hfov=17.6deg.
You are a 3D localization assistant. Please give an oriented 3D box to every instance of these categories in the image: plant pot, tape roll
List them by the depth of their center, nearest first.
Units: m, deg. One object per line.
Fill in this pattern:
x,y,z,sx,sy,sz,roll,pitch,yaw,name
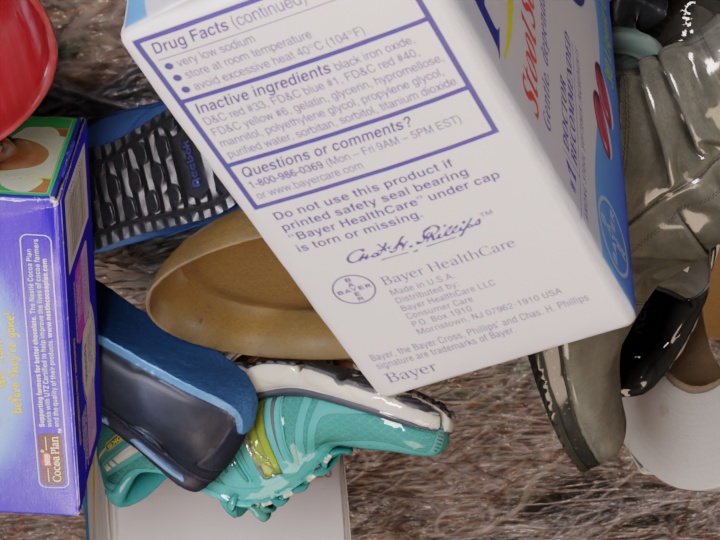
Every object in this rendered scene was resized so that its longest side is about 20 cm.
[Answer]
0.000,0.000,1.072,0.198,0.028,0.200,-3,162,-1,plant pot
0.176,0.007,1.113,0.037,0.204,0.203,4,153,-25,tape roll

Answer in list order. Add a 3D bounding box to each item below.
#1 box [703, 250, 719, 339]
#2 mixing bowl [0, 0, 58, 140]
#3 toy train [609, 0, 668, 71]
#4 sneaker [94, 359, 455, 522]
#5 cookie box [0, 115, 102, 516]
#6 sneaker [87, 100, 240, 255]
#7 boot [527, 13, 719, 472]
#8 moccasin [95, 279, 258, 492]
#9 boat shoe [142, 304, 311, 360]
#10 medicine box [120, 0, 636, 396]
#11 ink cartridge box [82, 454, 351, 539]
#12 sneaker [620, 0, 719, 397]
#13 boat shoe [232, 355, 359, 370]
0.212,-0.010,1.301,0.199,0.021,0.163,12,149,-37,box
-0.211,-0.119,0.840,0.199,0.109,0.200,-5,155,-3,mixing bowl
0.046,-0.099,0.999,0.113,0.086,0.200,20,144,-30,toy train
-0.044,0.086,1.171,0.199,0.080,0.077,-2,172,25,sneaker
-0.221,0.017,1.039,0.198,0.075,0.172,3,122,3,cookie box
-0.113,-0.042,1.089,0.199,0.066,0.078,-10,-177,26,sneaker
0.126,-0.006,0.972,0.130,0.068,0.201,-15,126,2,boot
-0.148,0.042,1.131,0.068,0.199,0.080,-64,164,22,moccasin
-0.050,-0.005,1.203,0.062,0.072,0.200,-36,179,-45,boat shoe
0.012,-0.093,0.811,0.102,0.183,0.200,-16,136,19,medicine box
-0.093,0.172,1.457,0.146,0.146,0.200,-2,154,-10,ink cartridge box
0.138,-0.030,1.049,0.066,0.201,0.091,12,-159,6,sneaker
-0.007,0.041,1.252,0.199,0.072,0.068,-31,162,-16,boat shoe
